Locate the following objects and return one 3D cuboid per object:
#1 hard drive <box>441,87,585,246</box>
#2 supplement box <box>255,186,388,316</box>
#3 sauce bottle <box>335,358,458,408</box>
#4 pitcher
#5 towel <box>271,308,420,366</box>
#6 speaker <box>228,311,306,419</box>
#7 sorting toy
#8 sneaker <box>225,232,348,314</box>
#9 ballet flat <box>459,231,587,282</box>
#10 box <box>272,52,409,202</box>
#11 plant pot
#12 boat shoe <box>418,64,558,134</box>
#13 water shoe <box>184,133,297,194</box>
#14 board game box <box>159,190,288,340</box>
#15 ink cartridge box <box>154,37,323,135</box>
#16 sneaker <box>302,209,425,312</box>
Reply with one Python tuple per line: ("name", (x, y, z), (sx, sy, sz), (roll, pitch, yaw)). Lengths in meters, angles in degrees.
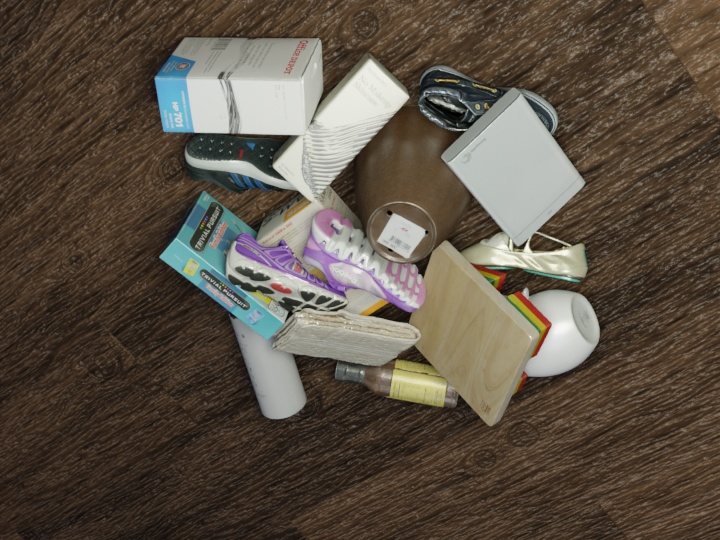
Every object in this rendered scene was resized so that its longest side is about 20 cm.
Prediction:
("hard drive", (0.211, -0.136, 1.504), (0.132, 0.027, 0.200), (-43, 130, 4))
("supplement box", (-0.044, -0.021, 1.660), (0.125, 0.074, 0.200), (-32, 112, 25))
("sauce bottle", (0.060, 0.172, 1.765), (0.198, 0.065, 0.065), (11, 122, 6))
("pitcher", (0.240, 0.083, 1.656), (0.199, 0.121, 0.173), (-24, 99, 35))
("towel", (-0.025, 0.100, 1.659), (0.198, 0.035, 0.132), (11, 154, -22))
("speaker", (-0.148, 0.137, 1.771), (0.080, 0.081, 0.202), (-7, 119, 14))
("sorting toy", (0.171, 0.082, 1.585), (0.199, 0.069, 0.201), (47, 143, 27))
("sneaker", (-0.098, 0.003, 1.595), (0.199, 0.084, 0.080), (28, 145, -28))
("ballet flat", (0.233, -0.027, 1.614), (0.198, 0.070, 0.070), (7, 122, 15))
("box", (-0.028, -0.197, 1.523), (0.082, 0.068, 0.200), (40, 103, -13))
("plant pot", (0.068, -0.099, 1.518), (0.185, 0.201, 0.189), (5, 122, 7))
("boat shoe", (0.170, -0.210, 1.496), (0.198, 0.091, 0.071), (18, 123, -1))
("water shoe", (-0.158, -0.150, 1.619), (0.198, 0.072, 0.079), (14, 151, -1))
("board game box", (-0.186, -0.010, 1.647), (0.200, 0.151, 0.047), (39, 119, -14))
("ink cartridge box", (-0.159, -0.252, 1.498), (0.198, 0.147, 0.087), (4, 123, 8))
("sneaker", (0.000, 0.000, 1.582), (0.199, 0.081, 0.089), (34, 126, -8))
